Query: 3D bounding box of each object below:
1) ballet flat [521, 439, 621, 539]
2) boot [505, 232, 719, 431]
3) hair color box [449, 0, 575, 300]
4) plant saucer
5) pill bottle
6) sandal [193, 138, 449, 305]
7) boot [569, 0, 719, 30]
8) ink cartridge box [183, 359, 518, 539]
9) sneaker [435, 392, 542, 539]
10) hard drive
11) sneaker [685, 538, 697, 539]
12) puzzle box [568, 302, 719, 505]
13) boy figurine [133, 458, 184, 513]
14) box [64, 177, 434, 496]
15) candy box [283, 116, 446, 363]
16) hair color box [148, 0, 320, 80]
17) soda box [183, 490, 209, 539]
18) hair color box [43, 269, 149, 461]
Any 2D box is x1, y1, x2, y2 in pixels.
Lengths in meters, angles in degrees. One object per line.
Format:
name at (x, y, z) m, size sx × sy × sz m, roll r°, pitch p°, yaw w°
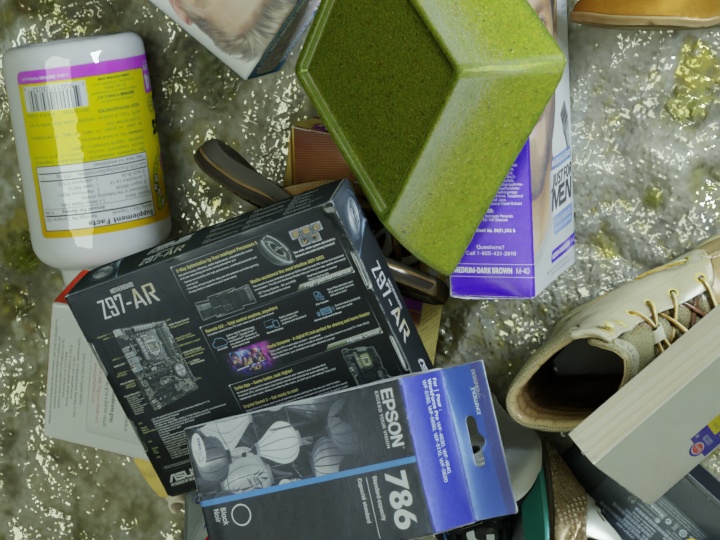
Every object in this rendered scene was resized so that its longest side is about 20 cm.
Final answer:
ballet flat at (0.143, 0.206, 1.131) m, size 0.065 × 0.200 × 0.071 m, roll 4°, pitch 147°, yaw -4°
boot at (0.195, 0.036, 1.089) m, size 0.200 × 0.155 × 0.073 m, roll -23°, pitch 93°, yaw 24°
hair color box at (0.098, -0.090, 1.123) m, size 0.065 × 0.109 × 0.200 m, roll 0°, pitch 103°, yaw 21°
plant saucer at (0.026, -0.127, 1.067) m, size 0.200 × 0.048 × 0.200 m, roll 61°, pitch 145°, yaw 29°
pill bottle at (-0.195, -0.069, 1.246) m, size 0.104 × 0.104 × 0.200 m, roll -3°, pitch 102°, yaw 22°
sandal at (-0.022, -0.042, 1.152) m, size 0.200 × 0.082 × 0.055 m, roll 34°, pitch 90°, yaw 19°
boot at (0.228, -0.225, 1.070) m, size 0.201 × 0.071 × 0.144 m, roll -2°, pitch 96°, yaw 18°
ink cartridge box at (-0.009, 0.123, 1.057) m, size 0.200 × 0.039 × 0.100 m, roll -16°, pitch 84°, yaw 23°
sneaker at (0.085, 0.156, 1.148) m, size 0.073 × 0.200 × 0.112 m, roll -8°, pitch 104°, yaw -2°
hard drive at (0.170, 0.206, 1.206) m, size 0.140 × 0.033 × 0.200 m, roll 42°, pitch 113°, yaw 7°
sneaker at (0.182, 0.268, 1.141) m, size 0.200 × 0.073 × 0.077 m, roll -46°, pitch 39°, yaw 0°
puzzle box at (0.205, 0.084, 1.059) m, size 0.133 × 0.200 × 0.025 m, roll -42°, pitch 67°, yaw 4°
boy figurine at (-0.123, 0.126, 1.286) m, size 0.200 × 0.064 × 0.124 m, roll 36°, pitch 113°, yaw 11°
box at (-0.069, 0.047, 1.111) m, size 0.200 × 0.044 × 0.160 m, roll -20°, pitch 107°, yaw 20°
candy box at (0.000, 0.000, 1.213) m, size 0.116 × 0.056 × 0.200 m, roll 13°, pitch 105°, yaw 19°
hair color box at (-0.118, -0.236, 1.200) m, size 0.200 × 0.061 × 0.100 m, roll 39°, pitch 113°, yaw 8°
soda box at (-0.043, 0.212, 1.206) m, size 0.068 × 0.200 × 0.064 m, roll -16°, pitch 55°, yaw 24°
hair color box at (-0.115, 0.079, 1.195) m, size 0.200 × 0.064 × 0.111 m, roll 13°, pitch 116°, yaw 9°
